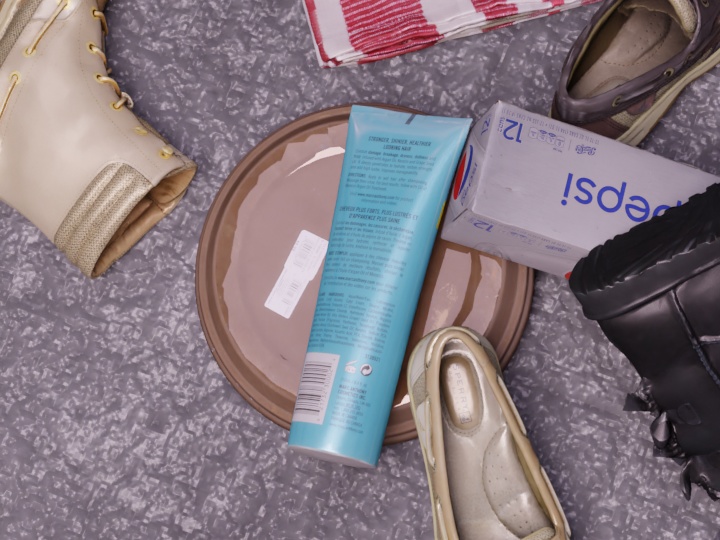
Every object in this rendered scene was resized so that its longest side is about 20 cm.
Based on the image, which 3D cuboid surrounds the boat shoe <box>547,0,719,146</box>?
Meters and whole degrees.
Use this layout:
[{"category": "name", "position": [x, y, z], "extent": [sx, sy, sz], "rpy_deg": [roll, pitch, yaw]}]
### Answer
[{"category": "boat shoe", "position": [0.181, -0.147, 1.216], "extent": [0.073, 0.065, 0.200], "rpy_deg": [31, 72, 16]}]

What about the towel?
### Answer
[{"category": "towel", "position": [0.055, -0.211, 1.273], "extent": [0.199, 0.023, 0.145], "rpy_deg": [-15, 71, 0]}]

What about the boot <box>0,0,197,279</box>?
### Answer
[{"category": "boot", "position": [-0.150, -0.110, 1.230], "extent": [0.155, 0.073, 0.200], "rpy_deg": [36, 80, 14]}]

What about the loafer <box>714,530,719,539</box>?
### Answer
[{"category": "loafer", "position": [0.222, 0.172, 1.129], "extent": [0.200, 0.063, 0.072], "rpy_deg": [-34, 31, -8]}]

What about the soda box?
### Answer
[{"category": "soda box", "position": [0.150, -0.025, 1.156], "extent": [0.199, 0.063, 0.069], "rpy_deg": [17, 74, -10]}]

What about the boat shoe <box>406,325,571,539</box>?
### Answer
[{"category": "boat shoe", "position": [0.073, 0.128, 1.128], "extent": [0.073, 0.063, 0.202], "rpy_deg": [-13, 88, -1]}]

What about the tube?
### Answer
[{"category": "tube", "position": [0.006, 0.007, 1.153], "extent": [0.077, 0.050, 0.201], "rpy_deg": [9, 80, 24]}]

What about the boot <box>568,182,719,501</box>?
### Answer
[{"category": "boot", "position": [0.222, 0.031, 1.095], "extent": [0.198, 0.073, 0.163], "rpy_deg": [-27, 114, 22]}]

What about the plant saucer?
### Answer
[{"category": "plant saucer", "position": [0.000, 0.000, 1.193], "extent": [0.199, 0.029, 0.201], "rpy_deg": [-1, 81, 8]}]
